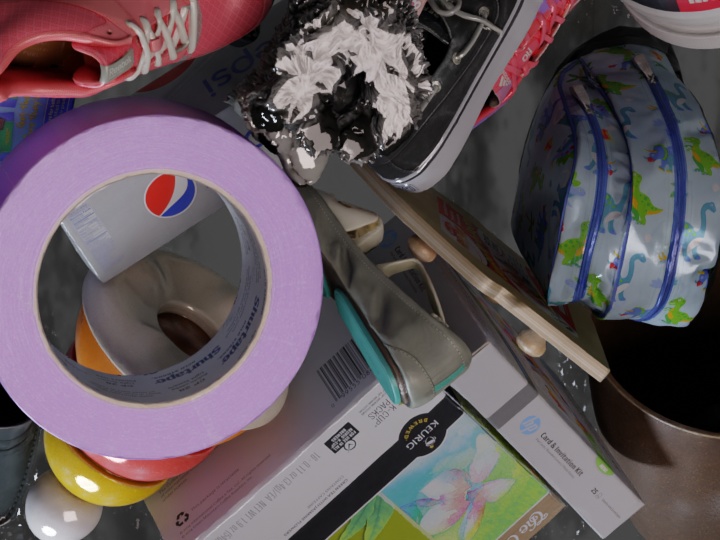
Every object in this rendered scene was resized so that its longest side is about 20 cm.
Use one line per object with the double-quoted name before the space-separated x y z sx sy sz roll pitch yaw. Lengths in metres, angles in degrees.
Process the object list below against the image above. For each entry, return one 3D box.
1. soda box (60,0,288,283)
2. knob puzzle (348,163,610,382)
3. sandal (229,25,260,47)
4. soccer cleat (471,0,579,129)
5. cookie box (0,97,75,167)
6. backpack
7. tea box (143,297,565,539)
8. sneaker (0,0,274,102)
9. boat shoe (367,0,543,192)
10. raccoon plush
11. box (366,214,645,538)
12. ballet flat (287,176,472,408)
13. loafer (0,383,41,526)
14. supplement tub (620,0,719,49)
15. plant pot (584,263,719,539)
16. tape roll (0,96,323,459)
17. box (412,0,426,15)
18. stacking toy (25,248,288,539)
"soda box" -0.096 -0.082 1.708 0.200 0.068 0.064 -32 130 -1
"knob puzzle" 0.064 -0.007 1.761 0.219 0.220 0.030 33 102 -37
"sandal" -0.135 -0.196 1.624 0.048 0.075 0.200 -30 126 30
"soccer cleat" 0.090 -0.142 1.749 0.200 0.073 0.068 -43 128 6
"cookie box" -0.266 -0.112 1.605 0.199 0.075 0.172 0 120 -26
"backpack" 0.162 -0.045 1.764 0.153 0.200 0.164 2 120 -27
"tea box" -0.013 0.134 1.849 0.200 0.134 0.197 -42 129 7
"sneaker" -0.134 -0.126 1.556 0.200 0.087 0.074 -13 126 -19
"boat shoe" 0.049 -0.149 1.692 0.068 0.074 0.200 35 82 -48
"raccoon plush" -0.008 -0.143 1.603 0.097 0.134 0.200 22 96 -18
"box" 0.093 0.069 1.840 0.041 0.156 0.200 -39 128 5
"ballet flat" 0.000 0.000 1.735 0.064 0.200 0.067 -31 151 -11
"loafer" -0.230 0.084 1.756 0.068 0.070 0.201 -8 125 -21
"supplement tub" 0.190 -0.232 1.646 0.140 0.140 0.200 -34 148 0
"plant pot" 0.237 0.100 1.931 0.186 0.187 0.200 -15 142 -15
"tape roll" -0.125 0.004 1.619 0.199 0.066 0.201 -3 104 -14
"box" 0.019 -0.259 1.624 0.099 0.096 0.200 13 116 -30
"stacking toy" -0.151 0.097 1.777 0.146 0.146 0.200 18 126 -33
